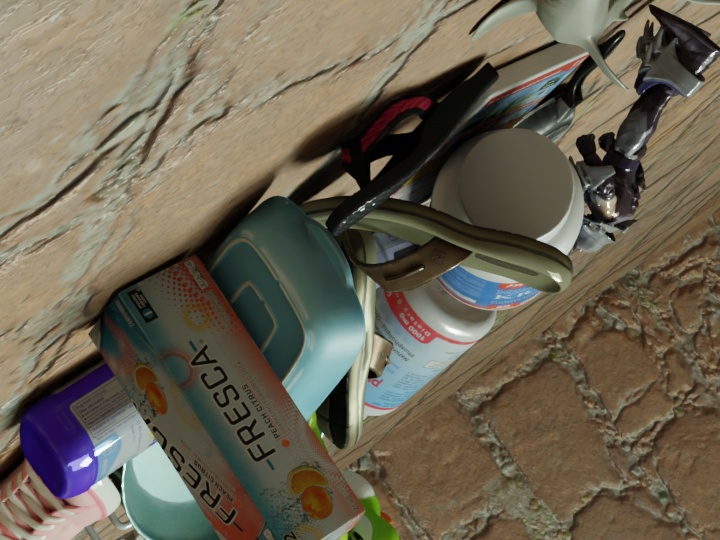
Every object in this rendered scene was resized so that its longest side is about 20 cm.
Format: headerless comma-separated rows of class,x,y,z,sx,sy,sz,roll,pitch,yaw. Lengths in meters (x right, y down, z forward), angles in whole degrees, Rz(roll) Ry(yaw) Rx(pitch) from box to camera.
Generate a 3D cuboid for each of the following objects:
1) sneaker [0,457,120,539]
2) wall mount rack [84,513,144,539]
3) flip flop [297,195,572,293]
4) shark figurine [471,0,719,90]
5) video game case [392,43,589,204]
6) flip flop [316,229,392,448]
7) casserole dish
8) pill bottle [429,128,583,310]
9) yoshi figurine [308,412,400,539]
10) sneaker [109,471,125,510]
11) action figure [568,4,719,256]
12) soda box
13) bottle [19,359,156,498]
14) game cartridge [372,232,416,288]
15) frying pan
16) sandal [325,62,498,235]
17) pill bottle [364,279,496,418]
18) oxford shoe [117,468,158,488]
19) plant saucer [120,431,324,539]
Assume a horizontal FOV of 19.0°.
sneaker,-0.245,0.182,1.617,0.104,0.075,0.200,-39,177,-20
wall mount rack,-0.172,0.187,1.984,0.173,0.075,0.200,-30,173,-21
flip flop,0.044,-0.008,1.443,0.081,0.199,0.058,157,-51,-80
shark figurine,0.158,-0.158,1.363,0.128,0.090,0.214,-39,170,25
video game case,0.073,-0.096,1.590,0.143,0.017,0.200,-27,168,-48
flip flop,-0.005,0.048,1.589,0.057,0.081,0.201,-15,128,-31
casserole dish,-0.066,0.038,1.391,0.039,0.122,0.200,-23,162,-35
pill bottle,0.105,-0.040,1.578,0.112,0.113,0.200,-35,172,-6
yoshi figurine,-0.057,0.152,1.535,0.112,0.200,0.113,-34,137,-21
sneaker,-0.154,0.139,1.798,0.140,0.078,0.200,-37,-178,-8
action figure,0.206,-0.099,1.653,0.201,0.069,0.130,-64,173,12
soda box,-0.085,0.095,1.353,0.068,0.201,0.064,-27,168,-35
bottle,-0.142,0.080,1.501,0.199,0.065,0.084,-33,163,-26
game cartridge,0.000,0.000,1.711,0.129,0.039,0.200,-25,178,28
frying pan,0.159,-0.129,1.743,0.190,0.031,0.115,-37,174,22
sandal,0.024,-0.086,1.386,0.075,0.045,0.200,-36,-171,43
pill bottle,0.025,0.063,1.967,0.200,0.109,0.109,-43,170,36
oxford shoe,-0.127,0.111,1.722,0.199,0.073,0.071,-31,171,-37
plant saucer,-0.109,0.120,1.646,0.199,0.036,0.201,-25,132,-31
